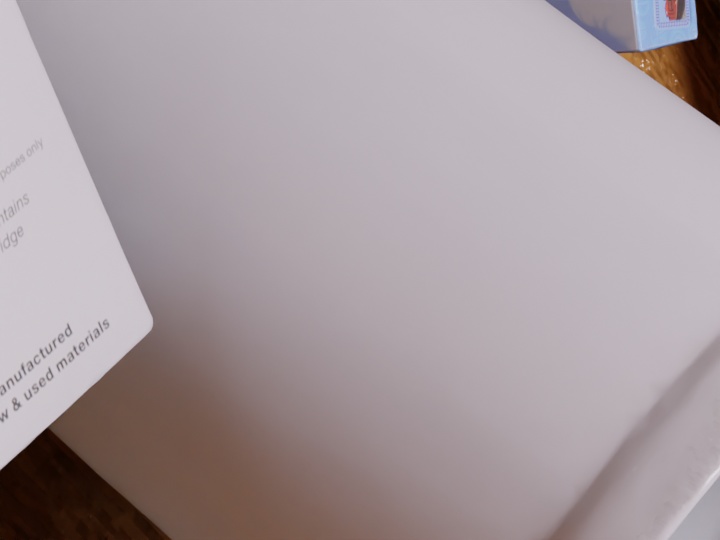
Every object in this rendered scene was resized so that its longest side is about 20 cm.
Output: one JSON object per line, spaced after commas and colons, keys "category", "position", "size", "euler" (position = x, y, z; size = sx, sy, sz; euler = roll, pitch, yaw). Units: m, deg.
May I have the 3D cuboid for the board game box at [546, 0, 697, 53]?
{"category": "board game box", "position": [0.019, -0.162, 0.824], "size": [0.037, 0.151, 0.201], "euler": [-19, 105, -49]}

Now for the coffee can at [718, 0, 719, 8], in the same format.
{"category": "coffee can", "position": [0.222, -0.064, 1.083], "size": [0.146, 0.146, 0.201], "euler": [-33, 115, -46]}

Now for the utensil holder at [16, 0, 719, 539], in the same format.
{"category": "utensil holder", "position": [0.011, 0.008, 0.676], "size": [0.170, 0.200, 0.170], "euler": [-45, 162, -19]}

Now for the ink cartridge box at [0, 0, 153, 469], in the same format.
{"category": "ink cartridge box", "position": [-0.151, -0.053, 0.578], "size": [0.084, 0.146, 0.201], "euler": [-44, 122, -41]}
